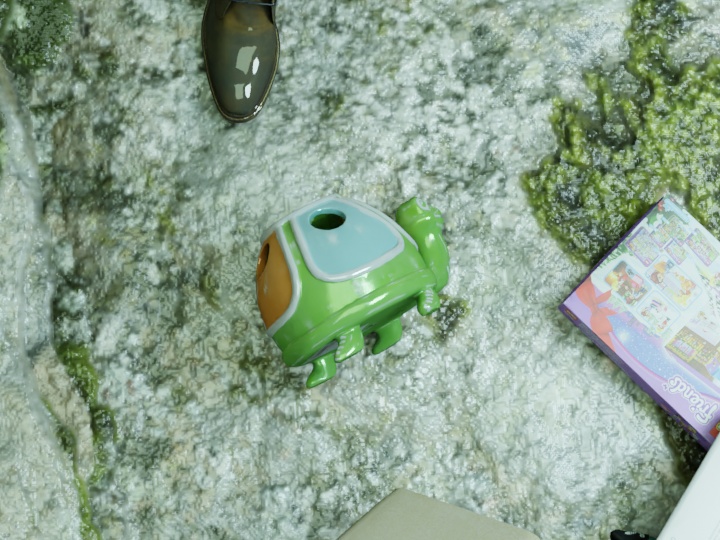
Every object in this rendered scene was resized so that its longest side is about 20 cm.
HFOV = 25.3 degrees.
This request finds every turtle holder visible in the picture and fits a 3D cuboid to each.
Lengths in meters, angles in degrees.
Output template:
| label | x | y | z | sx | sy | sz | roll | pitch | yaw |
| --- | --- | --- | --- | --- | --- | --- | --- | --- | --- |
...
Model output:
| label | x | y | z | sx | sy | sz | roll | pitch | yaw |
| --- | --- | --- | --- | --- | --- | --- | --- | --- | --- |
| turtle holder | -0.003 | 0.000 | 1.354 | 0.185 | 0.141 | 0.132 | -30 | 82 | -3 |

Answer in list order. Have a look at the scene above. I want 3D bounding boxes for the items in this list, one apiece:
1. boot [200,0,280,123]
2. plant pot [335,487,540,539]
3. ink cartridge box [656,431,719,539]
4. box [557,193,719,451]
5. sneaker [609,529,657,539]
| label | x | y | z | sx | sy | sz | roll | pitch | yaw |
| --- | --- | --- | --- | --- | --- | --- | --- | --- | --- |
| boot | -0.106 | -0.236 | 1.408 | 0.075 | 0.097 | 0.201 | 3 | 82 | 0 |
| plant pot | 0.061 | 0.292 | 1.270 | 0.199 | 0.200 | 0.177 | 14 | 61 | 31 |
| ink cartridge box | 0.336 | 0.236 | 1.308 | 0.176 | 0.045 | 0.200 | 31 | 76 | 14 |
| box | 0.291 | 0.051 | 1.401 | 0.200 | 0.039 | 0.137 | 44 | 83 | 5 |
| sneaker | 0.199 | 0.312 | 1.351 | 0.080 | 0.071 | 0.200 | 30 | 76 | 6 |
